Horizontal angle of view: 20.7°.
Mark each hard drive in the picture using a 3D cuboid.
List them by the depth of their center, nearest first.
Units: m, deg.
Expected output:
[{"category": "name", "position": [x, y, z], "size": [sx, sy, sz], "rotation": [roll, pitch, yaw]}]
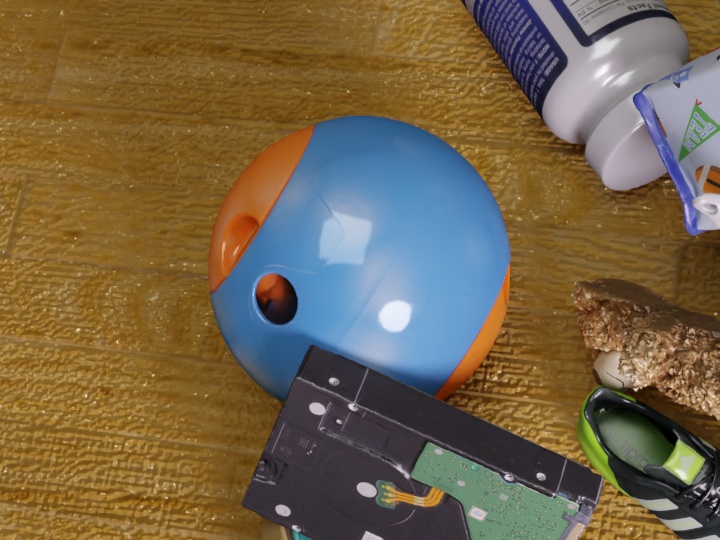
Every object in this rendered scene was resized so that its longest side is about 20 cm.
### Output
[{"category": "hard drive", "position": [0.036, 0.137, 1.233], "size": [0.199, 0.140, 0.038], "rotation": [24, 45, 1]}]

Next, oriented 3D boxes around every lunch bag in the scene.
[{"category": "lunch bag", "position": [0.300, -0.108, 1.253], "size": [0.169, 0.200, 0.125], "rotation": [-18, 95, 36]}]

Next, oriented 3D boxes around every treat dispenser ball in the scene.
[{"category": "treat dispenser ball", "position": [0.000, 0.000, 1.292], "size": [0.199, 0.201, 0.202], "rotation": [-5, 67, 11]}]

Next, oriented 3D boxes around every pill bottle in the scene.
[{"category": "pill bottle", "position": [0.156, -0.161, 1.369], "size": [0.115, 0.116, 0.201], "rotation": [-30, 65, 0]}]

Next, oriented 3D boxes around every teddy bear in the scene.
[{"category": "teddy bear", "position": [0.220, 0.066, 1.254], "size": [0.199, 0.145, 0.067], "rotation": [18, 104, 20]}]

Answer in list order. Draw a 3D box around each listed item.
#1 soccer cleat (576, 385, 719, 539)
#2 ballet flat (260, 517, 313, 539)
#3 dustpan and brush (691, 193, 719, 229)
[{"category": "soccer cleat", "position": [0.219, 0.142, 1.248], "size": [0.199, 0.081, 0.068], "rotation": [32, 78, 23]}, {"category": "ballet flat", "position": [-0.032, 0.222, 1.287], "size": [0.063, 0.069, 0.201], "rotation": [-35, 62, 18]}, {"category": "dustpan and brush", "position": [0.278, -0.007, 1.211], "size": [0.139, 0.199, 0.058], "rotation": [-32, 58, 45]}]
